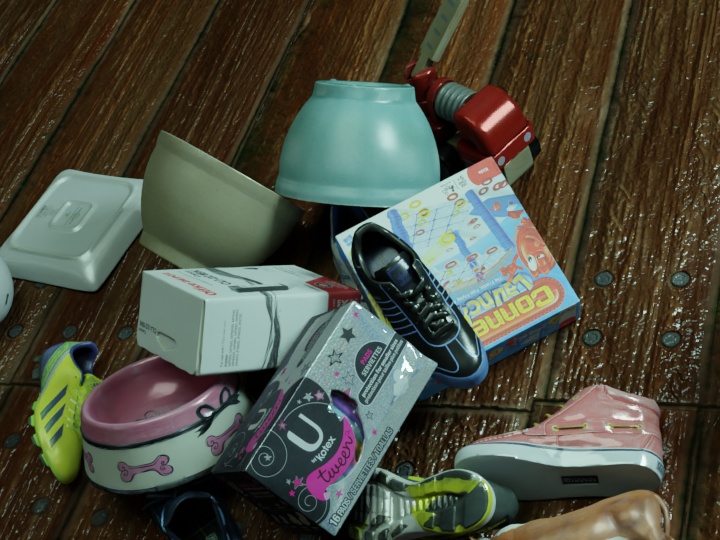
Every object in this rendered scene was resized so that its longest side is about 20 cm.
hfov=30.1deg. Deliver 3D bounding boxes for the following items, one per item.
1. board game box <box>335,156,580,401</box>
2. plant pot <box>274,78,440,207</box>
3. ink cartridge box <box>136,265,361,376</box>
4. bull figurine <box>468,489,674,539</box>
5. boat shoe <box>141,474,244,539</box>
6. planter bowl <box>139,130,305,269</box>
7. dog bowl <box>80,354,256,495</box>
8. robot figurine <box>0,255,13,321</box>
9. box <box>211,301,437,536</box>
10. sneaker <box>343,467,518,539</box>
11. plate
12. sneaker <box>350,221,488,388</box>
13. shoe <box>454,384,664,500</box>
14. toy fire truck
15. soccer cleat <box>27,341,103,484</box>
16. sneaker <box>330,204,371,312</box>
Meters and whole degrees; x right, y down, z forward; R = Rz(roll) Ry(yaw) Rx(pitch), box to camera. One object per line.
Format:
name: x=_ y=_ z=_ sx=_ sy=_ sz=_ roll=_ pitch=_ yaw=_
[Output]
board game box: x=0.103 y=0.007 z=1.445 sx=0.199 sy=0.056 sz=0.196 roll=-28 pitch=67 yaw=-4
plant pot: x=0.001 y=-0.155 z=1.577 sx=0.199 sy=0.135 sz=0.200 roll=3 pitch=10 yaw=-1
ink cartridge box: x=-0.121 y=0.050 z=1.440 sx=0.199 sy=0.084 sz=0.144 roll=-3 pitch=14 yaw=-36
bull figurine: x=0.190 y=0.263 z=1.203 sx=0.199 sy=0.065 sz=0.122 roll=-23 pitch=46 yaw=3
boat shoe: x=-0.166 y=0.248 z=1.366 sx=0.084 sy=0.069 sz=0.200 roll=-40 pitch=45 yaw=-17
planter bowl: x=-0.185 y=-0.062 z=1.614 sx=0.200 sy=0.200 sz=0.135 roll=30 pitch=90 yaw=41
dog bowl: x=-0.209 y=0.153 z=1.427 sx=0.199 sy=0.074 sz=0.200 roll=-14 pitch=22 yaw=6
robot figurine: x=-0.541 y=0.036 z=1.696 sx=0.199 sy=0.151 sz=0.125 roll=-20 pitch=30 yaw=4
box: x=-0.038 y=0.146 z=1.319 sx=0.201 sy=0.114 sz=0.132 roll=-58 pitch=12 yaw=-20
sneaker: x=0.065 y=0.233 z=1.287 sx=0.199 sy=0.084 sz=0.075 roll=-8 pitch=69 yaw=45
plate: x=-0.382 y=-0.065 z=1.799 sx=0.199 sy=0.032 sz=0.200 roll=9 pitch=52 yaw=30
sneaker: x=0.055 y=0.034 z=1.367 sx=0.070 sy=0.078 sz=0.200 roll=-39 pitch=68 yaw=-9
shoe: x=0.193 y=0.166 z=1.297 sx=0.199 sy=0.072 sz=0.091 roll=-1 pitch=45 yaw=15
toy fire truck: x=0.124 y=-0.214 z=1.604 sx=0.129 sy=0.201 sz=0.176 roll=-42 pitch=46 yaw=-18
soccer cleat: x=-0.332 y=0.155 z=1.535 sx=0.083 sy=0.065 sz=0.201 roll=-18 pitch=43 yaw=2
sneaker: x=0.000 y=0.000 z=1.529 sx=0.075 sy=0.088 sz=0.200 roll=-22 pitch=44 yaw=-2
